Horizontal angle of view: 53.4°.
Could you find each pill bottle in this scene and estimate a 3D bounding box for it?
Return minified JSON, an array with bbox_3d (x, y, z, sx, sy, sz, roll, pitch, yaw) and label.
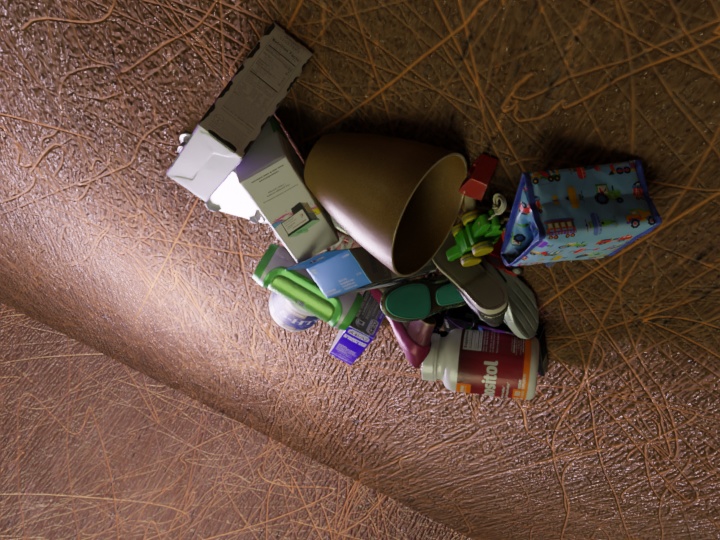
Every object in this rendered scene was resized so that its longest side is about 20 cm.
[{"bbox_3d":[0.213,0.164,1.277,0.198,0.114,0.113,5,149,11],"label":"pill bottle"},{"bbox_3d":[-0.112,0.045,1.476,0.119,0.120,0.200,30,153,-7],"label":"pill bottle"}]

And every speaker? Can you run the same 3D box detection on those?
[{"bbox_3d":[-0.096,0.031,1.326,0.199,0.089,0.088,30,153,-5],"label":"speaker"}]

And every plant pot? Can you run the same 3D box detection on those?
[{"bbox_3d":[0.022,-0.117,1.031,0.199,0.187,0.187,29,156,26],"label":"plant pot"}]

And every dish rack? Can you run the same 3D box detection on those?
[{"bbox_3d":[-0.249,-0.160,1.326,0.171,0.044,0.201,17,151,21],"label":"dish rack"}]

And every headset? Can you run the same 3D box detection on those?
[{"bbox_3d":[0.126,0.063,1.343,0.198,0.094,0.124,11,126,10],"label":"headset"}]

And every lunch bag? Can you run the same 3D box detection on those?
[{"bbox_3d":[0.275,-0.048,0.941,0.149,0.095,0.200,-7,157,-3],"label":"lunch bag"}]

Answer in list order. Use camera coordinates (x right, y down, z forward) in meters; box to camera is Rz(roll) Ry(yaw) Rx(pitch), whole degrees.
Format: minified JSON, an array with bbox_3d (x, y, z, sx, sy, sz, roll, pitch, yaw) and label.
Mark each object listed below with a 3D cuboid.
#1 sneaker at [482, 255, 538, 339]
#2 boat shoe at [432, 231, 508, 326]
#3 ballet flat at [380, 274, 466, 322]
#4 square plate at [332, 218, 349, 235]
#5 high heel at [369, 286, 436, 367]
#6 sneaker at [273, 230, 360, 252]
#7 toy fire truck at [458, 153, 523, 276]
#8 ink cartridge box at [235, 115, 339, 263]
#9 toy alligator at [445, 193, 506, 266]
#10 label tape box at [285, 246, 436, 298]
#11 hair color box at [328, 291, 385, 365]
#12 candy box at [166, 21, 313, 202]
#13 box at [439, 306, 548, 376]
[{"bbox_3d":[0.236,0.037,1.213,0.071,0.073,0.200,5,138,53],"label":"sneaker"},{"bbox_3d":[0.165,0.008,1.118,0.200,0.072,0.063,58,172,41],"label":"boat shoe"},{"bbox_3d":[0.106,0.044,1.216,0.199,0.075,0.074,-6,169,-30],"label":"ballet flat"},{"bbox_3d":[0.026,-0.091,1.212,0.197,0.029,0.200,27,154,1],"label":"square plate"},{"bbox_3d":[0.057,0.083,1.283,0.067,0.097,0.200,-1,-149,-33],"label":"high heel"},{"bbox_3d":[-0.073,-0.050,1.302,0.199,0.076,0.105,21,170,20],"label":"sneaker"},{"bbox_3d":[0.203,-0.074,1.056,0.140,0.049,0.200,25,154,6],"label":"toy fire truck"},{"bbox_3d":[-0.122,-0.132,1.134,0.084,0.145,0.200,-27,136,5],"label":"ink cartridge box"},{"bbox_3d":[0.177,-0.057,1.002,0.054,0.060,0.200,-9,162,-19],"label":"toy alligator"},{"bbox_3d":[0.000,0.000,1.165,0.199,0.064,0.144,-10,174,-33],"label":"label tape box"},{"bbox_3d":[-0.001,0.116,1.512,0.064,0.110,0.200,27,154,-1],"label":"hair color box"},{"bbox_3d":[-0.167,-0.213,0.979,0.071,0.201,0.168,35,152,-15],"label":"candy box"},{"bbox_3d":[0.259,0.134,1.387,0.199,0.036,0.143,14,150,28],"label":"box"}]
